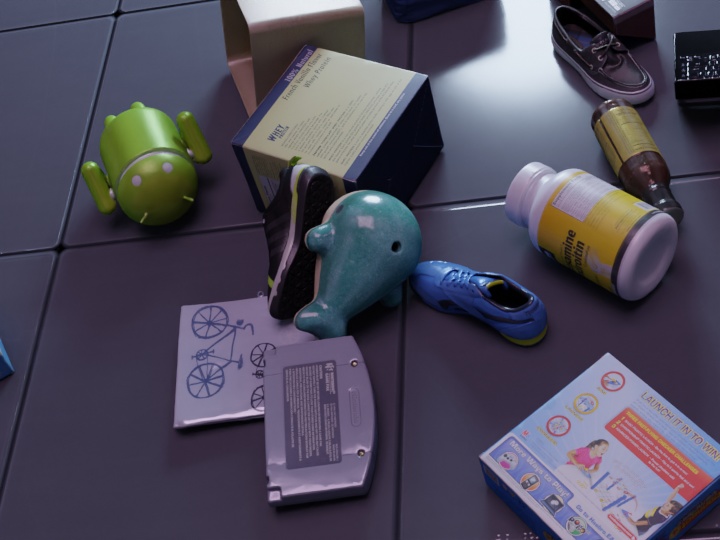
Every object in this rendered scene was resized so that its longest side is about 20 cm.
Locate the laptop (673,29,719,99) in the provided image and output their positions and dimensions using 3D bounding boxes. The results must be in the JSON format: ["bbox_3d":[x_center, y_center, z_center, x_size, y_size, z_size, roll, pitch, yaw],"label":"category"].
[{"bbox_3d":[0.499,-0.285,1.760,0.175,0.104,0.202,-1,51,14],"label":"laptop"}]

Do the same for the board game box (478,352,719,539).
[{"bbox_3d":[0.264,0.216,1.438,0.195,0.056,0.200,-35,50,-15],"label":"board game box"}]

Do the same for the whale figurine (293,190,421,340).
[{"bbox_3d":[0.000,0.000,1.630,0.103,0.159,0.201,8,64,57],"label":"whale figurine"}]

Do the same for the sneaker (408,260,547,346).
[{"bbox_3d":[0.139,0.020,1.625,0.199,0.079,0.066,25,63,33],"label":"sneaker"}]

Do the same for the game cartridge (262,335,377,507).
[{"bbox_3d":[-0.046,0.173,1.563,0.131,0.042,0.202,-5,55,2],"label":"game cartridge"}]

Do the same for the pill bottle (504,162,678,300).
[{"bbox_3d":[0.275,-0.054,1.625,0.199,0.113,0.112,32,65,35],"label":"pill bottle"}]

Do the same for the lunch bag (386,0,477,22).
[{"bbox_3d":[0.100,-0.477,2.016,0.198,0.133,0.137,-19,48,-1],"label":"lunch bag"}]

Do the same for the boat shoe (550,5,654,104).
[{"bbox_3d":[0.329,-0.303,1.848,0.069,0.067,0.201,-29,49,-9],"label":"boat shoe"}]

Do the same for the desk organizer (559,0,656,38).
[{"bbox_3d":[0.339,-0.397,1.917,0.071,0.077,0.201,-27,49,-8],"label":"desk organizer"}]

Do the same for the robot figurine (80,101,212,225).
[{"bbox_3d":[-0.293,-0.144,1.859,0.174,0.116,0.201,-26,49,-3],"label":"robot figurine"}]

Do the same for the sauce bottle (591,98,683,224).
[{"bbox_3d":[0.352,-0.132,1.701,0.064,0.065,0.201,-17,50,1],"label":"sauce bottle"}]

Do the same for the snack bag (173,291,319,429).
[{"bbox_3d":[-0.134,0.107,1.667,0.197,0.022,0.190,-8,50,6],"label":"snack bag"}]

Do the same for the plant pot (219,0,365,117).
[{"bbox_3d":[-0.094,-0.340,1.926,0.175,0.201,0.201,-14,47,-11],"label":"plant pot"}]

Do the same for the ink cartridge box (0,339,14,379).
[{"bbox_3d":[-0.550,0.061,1.703,0.127,0.201,0.126,-28,49,-9],"label":"ink cartridge box"}]

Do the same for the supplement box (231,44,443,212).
[{"bbox_3d":[-0.028,-0.168,1.790,0.198,0.135,0.201,18,58,27],"label":"supplement box"}]

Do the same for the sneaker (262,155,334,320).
[{"bbox_3d":[-0.086,-0.040,1.681,0.082,0.071,0.203,16,93,43],"label":"sneaker"}]
